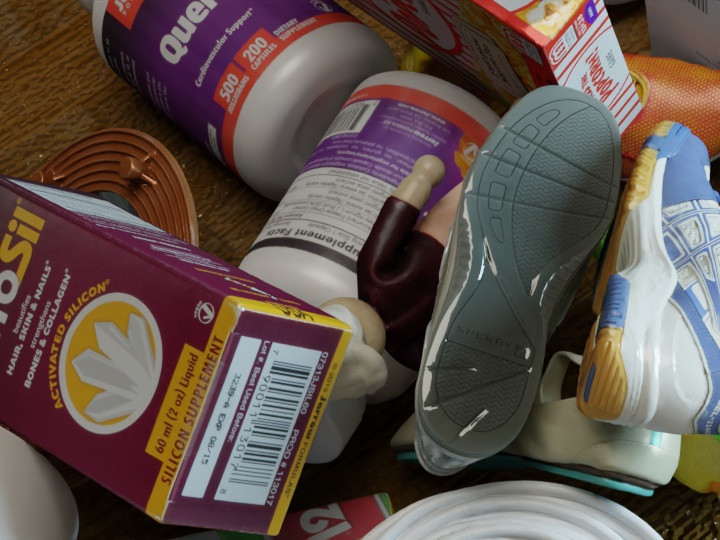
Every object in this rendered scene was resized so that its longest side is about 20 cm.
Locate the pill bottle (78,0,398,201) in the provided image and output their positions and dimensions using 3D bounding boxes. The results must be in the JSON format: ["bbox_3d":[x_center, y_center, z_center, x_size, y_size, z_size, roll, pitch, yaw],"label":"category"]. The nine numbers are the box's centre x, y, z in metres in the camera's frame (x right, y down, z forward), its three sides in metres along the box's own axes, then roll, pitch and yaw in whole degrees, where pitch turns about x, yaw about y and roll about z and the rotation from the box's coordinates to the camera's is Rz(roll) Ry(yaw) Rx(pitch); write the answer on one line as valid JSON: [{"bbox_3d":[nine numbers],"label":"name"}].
[{"bbox_3d":[-0.078,-0.133,1.527,0.112,0.112,0.200,-38,55,-18],"label":"pill bottle"}]

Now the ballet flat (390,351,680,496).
[{"bbox_3d":[0.087,0.072,1.314,0.069,0.069,0.200,-49,27,-24],"label":"ballet flat"}]

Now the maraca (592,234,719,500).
[{"bbox_3d":[0.178,0.041,1.336,0.107,0.137,0.200,-46,46,18],"label":"maraca"}]

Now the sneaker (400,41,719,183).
[{"bbox_3d":[0.115,-0.092,1.470,0.200,0.077,0.073,5,82,21],"label":"sneaker"}]

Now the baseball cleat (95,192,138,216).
[{"bbox_3d":[-0.136,0.007,1.458,0.106,0.070,0.200,-55,26,15],"label":"baseball cleat"}]

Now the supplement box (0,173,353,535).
[{"bbox_3d":[-0.114,0.038,1.282,0.200,0.086,0.110,26,98,40],"label":"supplement box"}]

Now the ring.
[{"bbox_3d":[-0.155,0.019,1.407,0.200,0.019,0.201,-21,61,43],"label":"ring"}]

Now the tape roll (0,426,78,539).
[{"bbox_3d":[-0.243,0.166,1.273,0.203,0.203,0.139,-3,53,10],"label":"tape roll"}]

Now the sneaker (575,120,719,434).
[{"bbox_3d":[0.157,0.009,1.253,0.088,0.075,0.200,14,43,1],"label":"sneaker"}]

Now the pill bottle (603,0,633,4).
[{"bbox_3d":[0.126,-0.254,1.579,0.113,0.113,0.200,-20,52,-4],"label":"pill bottle"}]

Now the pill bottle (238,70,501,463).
[{"bbox_3d":[0.000,0.000,1.408,0.111,0.111,0.200,18,59,24],"label":"pill bottle"}]

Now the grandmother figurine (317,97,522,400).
[{"bbox_3d":[0.036,0.001,1.331,0.200,0.121,0.061,-38,25,-31],"label":"grandmother figurine"}]

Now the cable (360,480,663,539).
[{"bbox_3d":[0.069,0.200,1.247,0.200,0.069,0.200,-20,61,1],"label":"cable"}]

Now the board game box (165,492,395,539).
[{"bbox_3d":[-0.074,0.177,1.342,0.200,0.030,0.096,-14,51,4],"label":"board game box"}]

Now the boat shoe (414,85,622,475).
[{"bbox_3d":[0.071,0.003,1.287,0.074,0.065,0.202,20,68,-6],"label":"boat shoe"}]

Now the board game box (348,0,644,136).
[{"bbox_3d":[0.048,-0.151,1.385,0.200,0.152,0.046,37,82,25],"label":"board game box"}]

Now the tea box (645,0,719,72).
[{"bbox_3d":[0.293,-0.158,1.456,0.197,0.134,0.200,-38,55,-18],"label":"tea box"}]
